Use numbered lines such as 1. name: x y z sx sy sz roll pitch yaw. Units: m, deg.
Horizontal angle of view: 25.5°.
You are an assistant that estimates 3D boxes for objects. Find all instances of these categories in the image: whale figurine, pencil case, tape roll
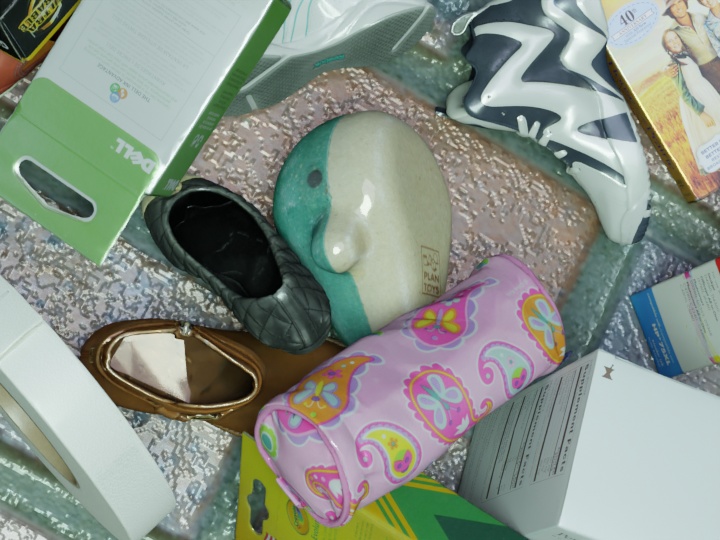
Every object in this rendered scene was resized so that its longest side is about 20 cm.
1. whale figurine: 0.000 0.000 1.033 0.103 0.159 0.202 -11 80 25
2. pencil case: 0.034 0.068 0.934 0.199 0.087 0.088 -32 89 -35
3. tape roll: -0.185 0.074 0.928 0.037 0.203 0.203 -40 91 -17

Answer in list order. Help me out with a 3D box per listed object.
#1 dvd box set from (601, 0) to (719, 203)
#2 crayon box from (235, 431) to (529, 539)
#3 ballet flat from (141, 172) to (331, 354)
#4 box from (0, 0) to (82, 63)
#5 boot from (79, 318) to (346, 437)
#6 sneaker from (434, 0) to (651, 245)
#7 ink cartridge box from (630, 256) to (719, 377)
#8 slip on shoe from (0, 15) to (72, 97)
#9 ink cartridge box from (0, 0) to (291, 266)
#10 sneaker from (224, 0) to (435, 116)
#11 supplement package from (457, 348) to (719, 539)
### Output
1. dvd box set: 0.248 -0.172 1.149 0.145 0.029 0.201 -31 93 -3
2. crayon box: 0.014 0.174 0.974 0.199 0.128 0.051 31 48 20
3. ballet flat: -0.080 -0.018 0.995 0.066 0.200 0.057 -37 135 -14
4. box: -0.212 -0.247 1.022 0.159 0.049 0.201 28 71 27
5. boot: -0.073 0.068 0.980 0.198 0.155 0.075 3 84 -13
6. sneaker: 0.121 -0.102 1.109 0.128 0.080 0.201 -17 106 3
7. ink cartridge box: 0.277 0.013 1.057 0.115 0.200 0.068 -18 85 -16
8. slip on shoe: -0.225 -0.159 1.034 0.199 0.061 0.075 -27 89 -16
9. ink cartridge box: -0.142 -0.113 0.998 0.103 0.059 0.201 34 95 5
10. sneaker: -0.052 -0.166 1.083 0.199 0.071 0.081 -21 69 -19
11. supplement package: 0.143 0.138 0.995 0.113 0.200 0.111 20 70 -10
